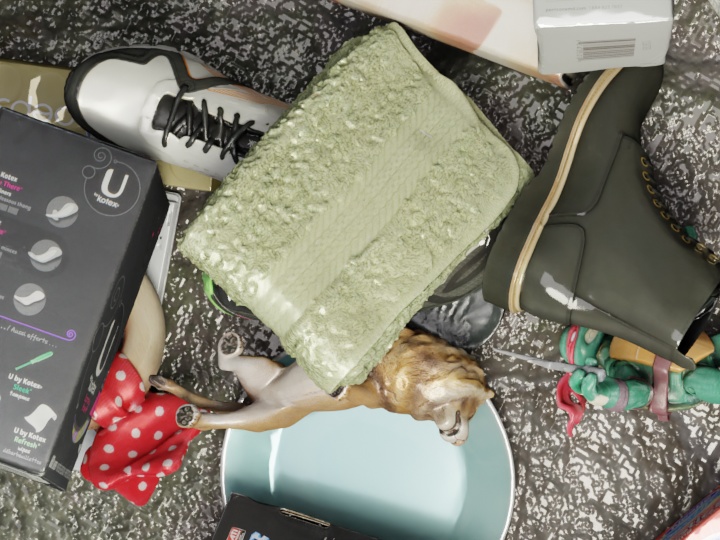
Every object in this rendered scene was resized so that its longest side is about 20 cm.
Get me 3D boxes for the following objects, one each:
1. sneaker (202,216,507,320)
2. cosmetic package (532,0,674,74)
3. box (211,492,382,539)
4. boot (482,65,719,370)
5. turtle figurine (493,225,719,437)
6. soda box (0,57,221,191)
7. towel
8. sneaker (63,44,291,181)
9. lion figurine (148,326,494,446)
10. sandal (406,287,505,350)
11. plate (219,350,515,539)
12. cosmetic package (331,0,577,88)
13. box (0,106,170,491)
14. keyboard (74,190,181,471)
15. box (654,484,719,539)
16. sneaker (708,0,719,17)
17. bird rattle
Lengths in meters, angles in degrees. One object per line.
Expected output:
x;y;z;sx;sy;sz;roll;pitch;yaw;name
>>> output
0.000;0.000;1.268;0.198;0.084;0.077;-13;99;1;sneaker
0.135;-0.224;1.161;0.080;0.113;0.202;-3;81;6;cosmetic package
-0.026;0.261;1.271;0.197;0.050;0.201;14;63;16;box
0.178;-0.040;1.244;0.138;0.078;0.201;22;72;19;boot
0.193;0.045;1.272;0.198;0.101;0.150;9;54;21;turtle figurine
-0.182;-0.099;1.349;0.198;0.064;0.068;9;96;10;soda box
-0.001;-0.041;1.217;0.148;0.036;0.200;43;71;-1;towel
-0.086;-0.090;1.262;0.198;0.080;0.074;15;95;-11;sneaker
-0.023;0.073;1.298;0.199;0.122;0.073;-3;78;27;lion figurine
0.001;-0.010;1.327;0.199;0.048;0.076;21;97;9;sandal
0.005;0.137;1.349;0.198;0.026;0.202;1;93;11;plate
0.052;-0.190;1.278;0.199;0.103;0.088;22;96;10;cosmetic package
-0.199;0.021;1.245;0.105;0.122;0.201;19;80;1;box
-0.166;0.041;1.385;0.056;0.011;0.202;13;96;15;keyboard
0.236;0.192;1.269;0.200;0.103;0.095;-42;85;12;box
0.248;-0.261;1.251;0.146;0.081;0.201;-29;86;5;sneaker
-0.192;0.059;1.340;0.198;0.113;0.164;10;79;12;bird rattle
